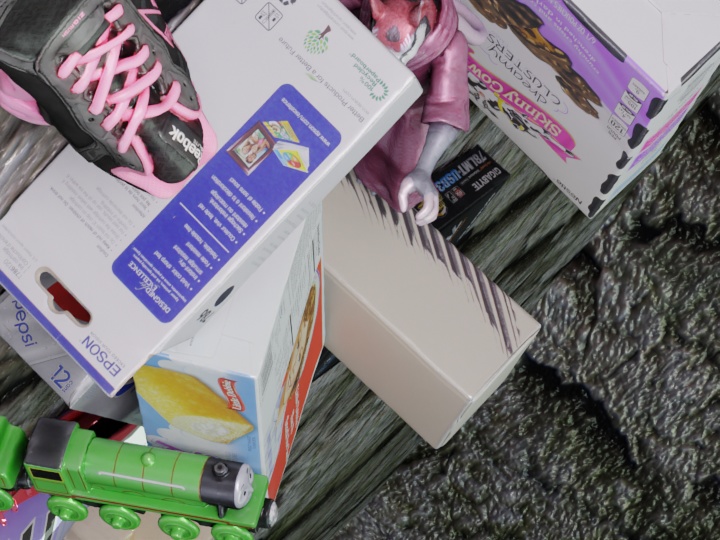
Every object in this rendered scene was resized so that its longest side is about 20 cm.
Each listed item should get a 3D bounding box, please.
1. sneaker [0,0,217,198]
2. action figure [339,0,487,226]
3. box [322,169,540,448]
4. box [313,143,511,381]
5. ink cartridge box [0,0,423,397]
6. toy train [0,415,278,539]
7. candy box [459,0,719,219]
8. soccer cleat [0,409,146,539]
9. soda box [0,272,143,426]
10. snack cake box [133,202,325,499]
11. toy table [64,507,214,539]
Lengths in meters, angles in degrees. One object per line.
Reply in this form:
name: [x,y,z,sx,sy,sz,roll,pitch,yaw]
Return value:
sneaker: [-0.091,-0.076,0.744,0.079,0.095,0.200,-43,170,-4]
action figure: [0.028,-0.106,1.043,0.149,0.134,0.200,-45,174,-12]
box: [0.000,0.000,1.165,0.068,0.200,0.082,-44,172,-26]
box: [0.022,0.000,1.790,0.198,0.050,0.200,-33,165,-53]
ink cartridge box: [-0.074,-0.046,0.945,0.200,0.099,0.039,-45,170,0]
toy train: [-0.139,0.102,1.054,0.057,0.198,0.042,79,22,-54]
candy box: [0.117,-0.140,1.195,0.071,0.168,0.200,-42,170,-16]
soccer cleat: [-0.202,0.137,1.335,0.200,0.068,0.073,-41,147,-10]
soda box: [-0.136,0.035,1.117,0.063,0.068,0.200,-46,171,-2]
snack cake box: [-0.064,0.037,1.064,0.200,0.067,0.116,91,13,-63]
toy table: [-0.184,0.198,1.478,0.200,0.117,0.184,-52,170,30]
